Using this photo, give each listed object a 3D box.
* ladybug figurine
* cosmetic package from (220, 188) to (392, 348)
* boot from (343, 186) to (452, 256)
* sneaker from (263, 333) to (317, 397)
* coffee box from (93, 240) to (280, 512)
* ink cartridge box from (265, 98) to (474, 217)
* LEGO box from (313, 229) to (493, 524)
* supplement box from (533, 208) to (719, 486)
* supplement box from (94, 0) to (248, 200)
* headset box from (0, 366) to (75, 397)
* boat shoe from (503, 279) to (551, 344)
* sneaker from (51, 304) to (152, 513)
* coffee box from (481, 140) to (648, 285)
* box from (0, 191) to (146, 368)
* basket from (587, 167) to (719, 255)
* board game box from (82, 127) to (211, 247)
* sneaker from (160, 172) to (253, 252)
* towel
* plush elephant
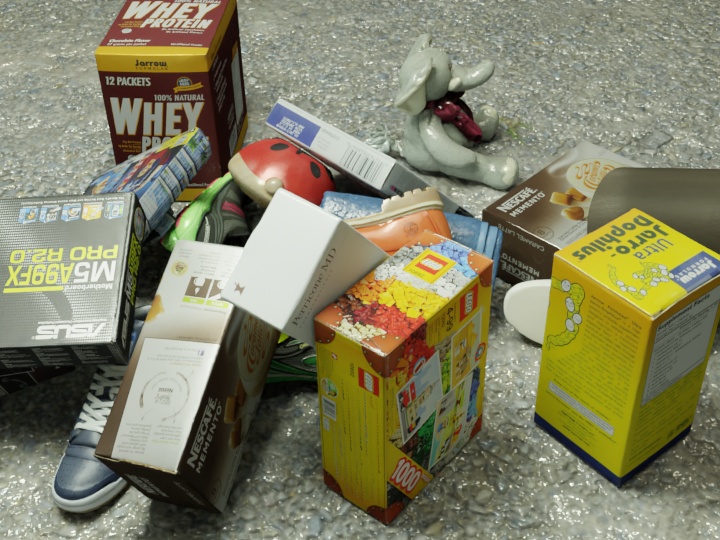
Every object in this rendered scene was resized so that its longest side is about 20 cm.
[{"bbox_3d":[-0.081,-0.102,1.181,0.135,0.072,0.200,33,5,-4],"label":"ladybug figurine"},{"bbox_3d":[-0.023,0.017,0.897,0.071,0.200,0.102,27,87,30],"label":"cosmetic package"},{"bbox_3d":[0.000,0.000,1.030,0.199,0.075,0.108,-19,79,1],"label":"boot"},{"bbox_3d":[-0.037,0.070,1.022,0.198,0.086,0.078,-8,39,-9],"label":"sneaker"},{"bbox_3d":[-0.139,0.091,0.901,0.079,0.115,0.201,7,63,19],"label":"coffee box"},{"bbox_3d":[0.013,-0.116,1.228,0.196,0.200,0.044,32,92,36],"label":"ink cartridge box"},{"bbox_3d":[0.039,0.092,0.898,0.077,0.201,0.149,26,46,31],"label":"LEGO box"},{"bbox_3d":[0.235,0.068,0.922,0.108,0.201,0.109,-27,45,-30],"label":"supplement box"},{"bbox_3d":[-0.228,-0.224,1.307,0.132,0.201,0.198,2,38,4],"label":"supplement box"},{"bbox_3d":[-0.394,0.055,1.007,0.199,0.075,0.149,-19,59,-5],"label":"headset box"},{"bbox_3d":[0.247,0.036,1.074,0.198,0.073,0.069,0,23,6],"label":"boat shoe"},{"bbox_3d":[-0.225,0.115,0.949,0.070,0.109,0.200,11,40,16],"label":"sneaker"},{"bbox_3d":[0.239,-0.057,1.178,0.114,0.080,0.199,30,48,34],"label":"coffee box"},{"bbox_3d":[-0.304,0.009,0.954,0.198,0.044,0.161,-2,58,5],"label":"box"},{"bbox_3d":[0.342,-0.040,1.050,0.199,0.137,0.180,12,-6,43],"label":"basket"},{"bbox_3d":[-0.268,-0.049,1.141,0.199,0.062,0.200,-16,34,42],"label":"board game box"},{"bbox_3d":[-0.164,-0.051,1.202,0.077,0.084,0.200,-35,12,28],"label":"sneaker"},{"bbox_3d":[0.044,-0.014,1.094,0.198,0.113,0.049,12,1,5],"label":"towel"},{"bbox_3d":[0.104,-0.213,1.308,0.198,0.156,0.165,4,38,-1],"label":"plush elephant"}]
